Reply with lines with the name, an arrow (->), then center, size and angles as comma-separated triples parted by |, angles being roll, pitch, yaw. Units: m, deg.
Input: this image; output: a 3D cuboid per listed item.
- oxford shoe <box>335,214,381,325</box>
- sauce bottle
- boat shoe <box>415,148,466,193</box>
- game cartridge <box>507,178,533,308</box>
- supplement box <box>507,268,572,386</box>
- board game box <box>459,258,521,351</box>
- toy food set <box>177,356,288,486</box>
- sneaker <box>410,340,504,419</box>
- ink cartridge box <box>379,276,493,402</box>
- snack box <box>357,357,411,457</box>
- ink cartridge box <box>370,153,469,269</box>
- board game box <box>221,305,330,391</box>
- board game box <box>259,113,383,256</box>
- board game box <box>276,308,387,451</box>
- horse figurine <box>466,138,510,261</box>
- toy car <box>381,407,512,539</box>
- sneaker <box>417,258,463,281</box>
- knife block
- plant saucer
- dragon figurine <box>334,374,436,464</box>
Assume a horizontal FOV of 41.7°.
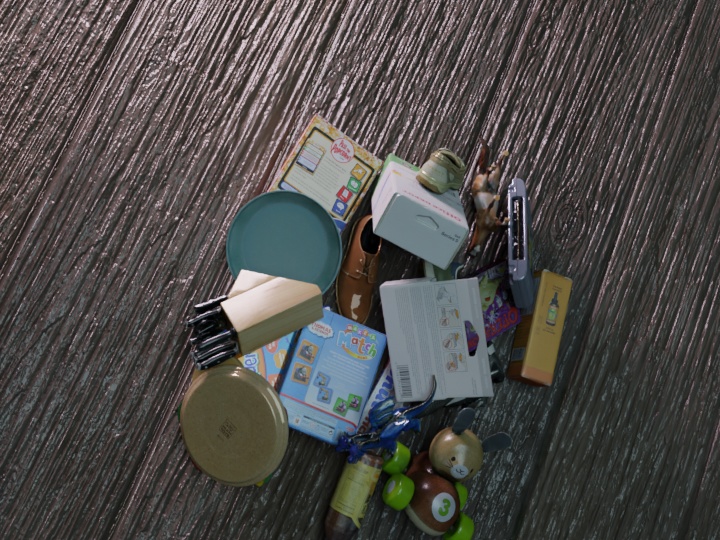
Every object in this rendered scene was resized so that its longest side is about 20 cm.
oxford shoe -> 0.000, 0.000, 1.647 | 0.070, 0.071, 0.205 | 9, 81, -16
sauce bottle -> -0.022, 0.398, 1.579 | 0.065, 0.066, 0.204 | 21, 89, -12
boat shoe -> 0.150, -0.185, 1.659 | 0.072, 0.200, 0.064 | 33, 110, 11
game cartridge -> 0.288, -0.044, 1.699 | 0.040, 0.134, 0.204 | -2, 63, 11
supplement box -> 0.328, 0.106, 1.732 | 0.065, 0.069, 0.204 | 18, 79, -14
board game box -> 0.206, 0.067, 1.672 | 0.198, 0.032, 0.123 | -25, 110, -39
toy food set -> -0.204, 0.248, 1.513 | 0.197, 0.049, 0.201 | 27, 103, 13
sneaker -> 0.180, 0.214, 1.671 | 0.198, 0.066, 0.091 | -35, 90, -20
ink cartridge box -> 0.130, 0.113, 1.580 | 0.172, 0.045, 0.205 | -5, 99, 21
snack box -> 0.045, 0.234, 1.649 | 0.071, 0.024, 0.202 | 33, 75, -9
ink cartridge box -> 0.097, -0.104, 1.619 | 0.143, 0.201, 0.089 | 25, 110, -12
board game box -> -0.140, 0.146, 1.596 | 0.195, 0.045, 0.156 | -6, 84, -17
board game box -> -0.071, -0.147, 1.658 | 0.150, 0.046, 0.202 | 34, 75, -9
board game box -> -0.053, 0.177, 1.575 | 0.149, 0.037, 0.204 | 23, 76, -15
horse figurine -> 0.232, -0.133, 1.720 | 0.049, 0.133, 0.205 | 5, 68, -12
toy car -> 0.155, 0.323, 1.564 | 0.163, 0.159, 0.201 | 34, 111, -18
sneaker -> 0.159, 0.076, 1.683 | 0.088, 0.067, 0.205 | -5, 81, -13
knife block -> -0.173, 0.091, 1.502 | 0.195, 0.065, 0.178 | 11, 51, 11
plant saucer -> -0.128, -0.038, 1.601 | 0.195, 0.036, 0.205 | 0, 104, -2
dragon figurine -> 0.051, 0.246, 1.534 | 0.199, 0.099, 0.059 | -41, 59, 4
